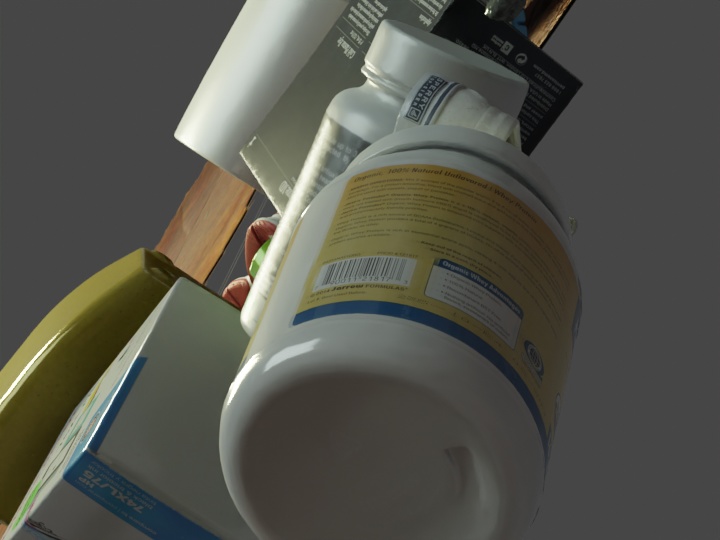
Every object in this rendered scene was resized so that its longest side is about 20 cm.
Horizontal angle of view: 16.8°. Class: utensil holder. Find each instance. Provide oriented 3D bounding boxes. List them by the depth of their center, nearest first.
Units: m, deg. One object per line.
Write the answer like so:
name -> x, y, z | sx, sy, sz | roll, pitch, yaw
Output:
utensil holder -> -0.051, -0.166, 2.167 | 0.201, 0.169, 0.170 | -59, 9, 3

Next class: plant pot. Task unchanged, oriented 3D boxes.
plant pot -> -0.160, 0.101, 1.753 | 0.201, 0.195, 0.194 | -55, 9, 5

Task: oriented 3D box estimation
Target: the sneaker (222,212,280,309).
sneaker -> -0.038, 0.001, 1.913 | 0.115, 0.079, 0.200 | -32, -14, -26

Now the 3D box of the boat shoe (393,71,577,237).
boat shoe -> 0.073, -0.026, 1.304 | 0.075, 0.086, 0.203 | -55, -23, -26

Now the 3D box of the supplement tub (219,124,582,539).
supplement tub -> 0.025, 0.036, 1.113 | 0.145, 0.144, 0.201 | -51, 11, 35

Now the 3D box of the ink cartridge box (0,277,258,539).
ink cartridge box -> -0.119, 0.137, 1.549 | 0.200, 0.145, 0.147 | -47, 13, 51

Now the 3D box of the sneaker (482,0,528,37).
sneaker -> 0.058, -0.209, 1.686 | 0.075, 0.202, 0.086 | -7, 5, 42

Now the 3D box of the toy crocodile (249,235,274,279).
toy crocodile -> -0.041, 0.044, 1.566 | 0.061, 0.068, 0.201 | -27, -25, -22

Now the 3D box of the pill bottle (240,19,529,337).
pill bottle -> 0.016, -0.037, 1.423 | 0.113, 0.112, 0.201 | -101, 34, -77

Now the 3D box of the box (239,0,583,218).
box -> 0.027, -0.097, 1.573 | 0.183, 0.104, 0.200 | -52, 19, 6

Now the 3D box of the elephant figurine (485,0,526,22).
elephant figurine -> 0.163, -0.225, 1.402 | 0.200, 0.154, 0.143 | -52, -36, -72
